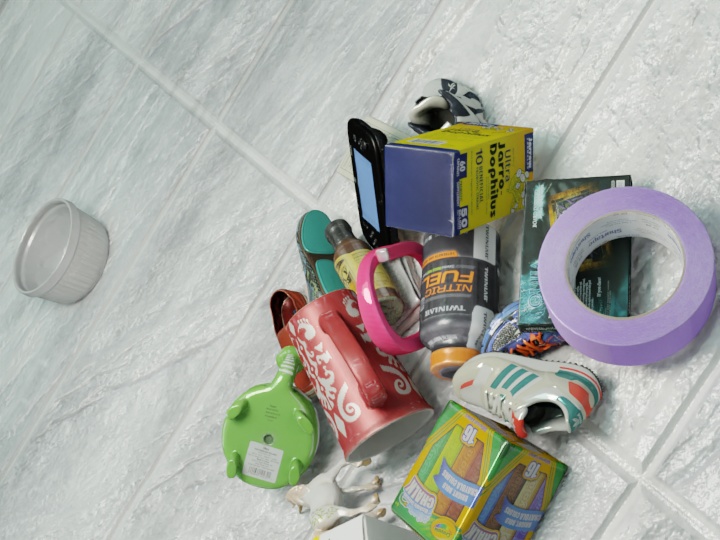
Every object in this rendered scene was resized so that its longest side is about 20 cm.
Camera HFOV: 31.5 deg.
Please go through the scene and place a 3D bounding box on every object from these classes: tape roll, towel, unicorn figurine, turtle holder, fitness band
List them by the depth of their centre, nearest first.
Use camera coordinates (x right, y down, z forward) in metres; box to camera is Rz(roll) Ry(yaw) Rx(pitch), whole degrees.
[{"bbox_3d":[0.308,0.006,1.475,0.198,0.066,0.202,-7,64,15],"label":"tape roll"},{"bbox_3d":[0.058,0.036,1.692,0.037,0.200,0.145,-14,90,30],"label":"fitness band"},{"bbox_3d":[-0.038,0.309,1.717,0.136,0.074,0.200,-22,11,5],"label":"unicorn figurine"},{"bbox_3d":[-0.129,0.212,1.824,0.140,0.132,0.187,-14,97,7],"label":"turtle holder"},{"bbox_3d":[0.004,0.038,1.877,0.191,0.032,0.201,-43,43,23],"label":"towel"}]

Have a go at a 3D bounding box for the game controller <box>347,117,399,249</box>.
[{"bbox_3d":[0.016,-0.116,1.809,0.104,0.042,0.201,35,140,50],"label":"game controller"}]

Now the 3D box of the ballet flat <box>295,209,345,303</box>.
[{"bbox_3d":[-0.063,-0.004,1.904,0.074,0.074,0.201,-40,39,25],"label":"ballet flat"}]

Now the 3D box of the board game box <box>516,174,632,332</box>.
[{"bbox_3d":[0.263,-0.021,1.557,0.134,0.028,0.202,-1,64,18],"label":"board game box"}]

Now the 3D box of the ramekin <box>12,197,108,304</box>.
[{"bbox_3d":[-0.579,-0.030,2.487,0.199,0.105,0.202,-25,52,37],"label":"ramekin"}]

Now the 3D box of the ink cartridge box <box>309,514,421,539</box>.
[{"bbox_3d":[-0.018,0.394,1.613,0.199,0.147,0.086,-32,50,30],"label":"ink cartridge box"}]

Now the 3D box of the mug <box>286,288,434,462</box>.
[{"bbox_3d":[0.001,0.124,1.685,0.201,0.133,0.178,60,145,20],"label":"mug"}]

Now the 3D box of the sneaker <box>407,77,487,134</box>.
[{"bbox_3d":[0.113,-0.234,1.831,0.079,0.129,0.200,-41,44,21],"label":"sneaker"}]

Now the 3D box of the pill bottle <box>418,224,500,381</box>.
[{"bbox_3d":[0.131,0.042,1.678,0.106,0.106,0.202,-19,57,40],"label":"pill bottle"}]

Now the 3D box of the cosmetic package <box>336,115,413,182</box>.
[{"bbox_3d":[0.061,-0.147,1.884,0.200,0.073,0.104,36,97,50],"label":"cosmetic package"}]

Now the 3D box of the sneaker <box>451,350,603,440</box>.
[{"bbox_3d":[0.187,0.155,1.536,0.198,0.071,0.093,3,35,33],"label":"sneaker"}]

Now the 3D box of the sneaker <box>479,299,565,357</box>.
[{"bbox_3d":[0.224,0.068,1.591,0.200,0.075,0.079,-52,44,15],"label":"sneaker"}]

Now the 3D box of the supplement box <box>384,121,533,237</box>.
[{"bbox_3d":[0.132,-0.123,1.664,0.109,0.199,0.110,11,111,35],"label":"supplement box"}]

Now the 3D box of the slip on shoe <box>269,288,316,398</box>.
[{"bbox_3d":[-0.096,0.108,1.923,0.074,0.061,0.201,-38,47,24],"label":"slip on shoe"}]

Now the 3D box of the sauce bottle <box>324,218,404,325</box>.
[{"bbox_3d":[0.000,0.000,1.828,0.065,0.065,0.200,-49,40,16],"label":"sauce bottle"}]

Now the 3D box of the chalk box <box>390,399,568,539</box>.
[{"bbox_3d":[0.131,0.282,1.531,0.124,0.123,0.201,30,92,51],"label":"chalk box"}]
